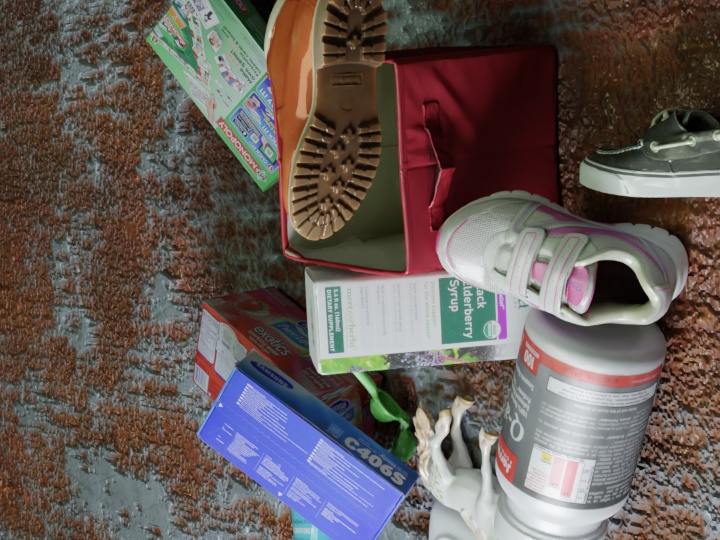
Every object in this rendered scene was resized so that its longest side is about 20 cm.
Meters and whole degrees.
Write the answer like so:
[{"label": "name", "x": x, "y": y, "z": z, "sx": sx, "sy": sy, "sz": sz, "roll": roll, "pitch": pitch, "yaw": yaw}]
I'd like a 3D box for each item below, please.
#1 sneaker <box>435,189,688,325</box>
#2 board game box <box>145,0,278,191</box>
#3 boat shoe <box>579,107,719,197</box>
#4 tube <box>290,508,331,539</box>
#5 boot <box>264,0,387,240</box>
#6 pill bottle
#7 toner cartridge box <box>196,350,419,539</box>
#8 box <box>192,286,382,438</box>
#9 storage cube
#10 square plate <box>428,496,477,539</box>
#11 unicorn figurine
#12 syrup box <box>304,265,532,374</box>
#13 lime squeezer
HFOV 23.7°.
[{"label": "sneaker", "x": 0.154, "y": -0.006, "z": 1.318, "sx": 0.197, "sy": 0.088, "sz": 0.082, "roll": 8, "pitch": 109, "yaw": 7}, {"label": "board game box", "x": -0.120, "y": -0.193, "z": 1.717, "sx": 0.201, "sy": 0.029, "sz": 0.134, "roll": 52, "pitch": 141, "yaw": 1}, {"label": "boat shoe", "x": 0.247, "y": -0.090, "z": 1.279, "sx": 0.199, "sy": 0.070, "sz": 0.065, "roll": 4, "pitch": 102, "yaw": 45}, {"label": "tube", "x": -0.046, "y": 0.268, "z": 1.781, "sx": 0.077, "sy": 0.050, "sz": 0.203, "roll": -9, "pitch": 86, "yaw": 46}, {"label": "boot", "x": -0.037, "y": -0.129, "z": 1.352, "sx": 0.107, "sy": 0.074, "sz": 0.203, "roll": 22, "pitch": 107, "yaw": 52}, {"label": "pill bottle", "x": 0.172, "y": 0.131, "z": 1.390, "sx": 0.116, "sy": 0.115, "sz": 0.202, "roll": 36, "pitch": 125, "yaw": 43}, {"label": "toner cartridge box", "x": -0.051, "y": 0.174, "z": 1.621, "sx": 0.199, "sy": 0.043, "sz": 0.095, "roll": 37, "pitch": 120, "yaw": 7}, {"label": "box", "x": -0.076, "y": 0.109, "z": 1.733, "sx": 0.200, "sy": 0.095, "sz": 0.101, "roll": 37, "pitch": 127, "yaw": 42}, {"label": "storage cube", "x": 0.049, "y": -0.098, "z": 1.445, "sx": 0.199, "sy": 0.178, "sz": 0.173, "roll": 8, "pitch": 104, "yaw": 51}, {"label": "square plate", "x": 0.118, "y": 0.334, "z": 1.586, "sx": 0.197, "sy": 0.028, "sz": 0.203, "roll": 24, "pitch": 117, "yaw": 48}, {"label": "unicorn figurine", "x": 0.106, "y": 0.200, "z": 1.539, "sx": 0.200, "sy": 0.073, "sz": 0.139, "roll": -133, "pitch": 46, "yaw": -65}, {"label": "syrup box", "x": 0.055, "y": 0.034, "z": 1.447, "sx": 0.081, "sy": 0.197, "sz": 0.080, "roll": -130, "pitch": 37, "yaw": -78}, {"label": "lime squeezer", "x": 0.015, "y": 0.146, "z": 1.644, "sx": 0.070, "sy": 0.038, "sz": 0.202, "roll": -2, "pitch": 115, "yaw": 22}]
